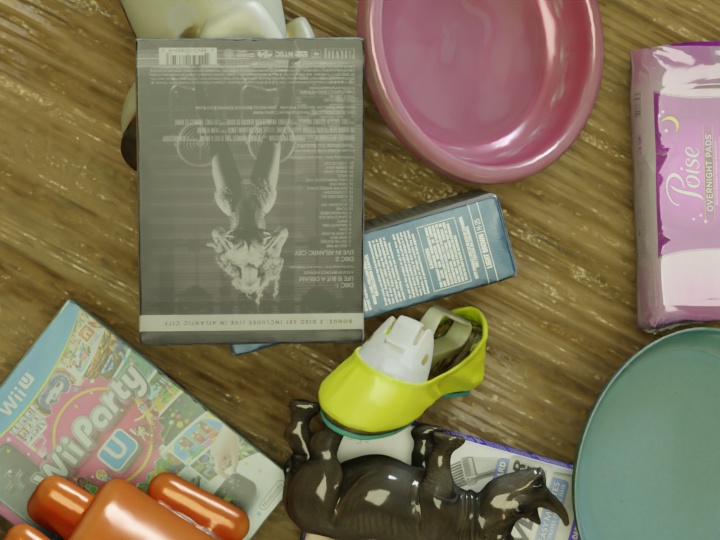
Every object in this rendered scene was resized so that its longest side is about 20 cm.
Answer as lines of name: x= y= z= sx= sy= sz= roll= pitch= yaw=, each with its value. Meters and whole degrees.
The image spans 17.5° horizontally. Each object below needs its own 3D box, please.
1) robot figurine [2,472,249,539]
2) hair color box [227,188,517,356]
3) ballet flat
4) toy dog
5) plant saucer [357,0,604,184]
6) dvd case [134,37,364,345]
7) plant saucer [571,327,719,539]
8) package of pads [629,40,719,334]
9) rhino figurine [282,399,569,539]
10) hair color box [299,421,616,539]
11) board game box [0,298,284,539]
robot figurine: x=-0.140 y=0.215 z=1.524 sx=0.200 sy=0.144 sz=0.117 roll=33 pitch=118 yaw=-4
hair color box: x=0.000 y=0.000 z=1.595 sx=0.199 sy=0.100 sz=0.061 roll=-15 pitch=95 yaw=-2
ballet flat: x=0.033 y=0.059 z=1.554 sx=0.067 sy=0.200 sz=0.067 roll=28 pitch=109 yaw=20
toy dog: x=-0.111 y=-0.154 z=1.572 sx=0.193 sy=0.140 sz=0.201 roll=2 pitch=92 yaw=4
plant saucer: x=0.075 y=-0.157 z=1.587 sx=0.200 sy=0.051 sz=0.201 roll=3 pitch=85 yaw=-34
dvd case: x=-0.071 y=-0.051 z=1.522 sx=0.148 sy=0.016 sz=0.201 roll=-1 pitch=99 yaw=-4
plant saucer: x=0.220 y=0.137 z=1.606 sx=0.200 sy=0.027 sz=0.201 roll=-5 pitch=99 yaw=-31
package of pads: x=0.248 y=-0.057 z=1.617 sx=0.120 sy=0.076 sz=0.201 roll=-2 pitch=91 yaw=-4
rhino figurine: x=0.042 y=0.148 z=1.558 sx=0.199 sy=0.060 sz=0.088 roll=12 pitch=93 yaw=-4
hair color box: x=0.066 y=0.169 z=1.620 sx=0.199 sy=0.065 sz=0.110 roll=15 pitch=91 yaw=-1
board game box: x=-0.167 y=0.137 z=1.609 sx=0.200 sy=0.064 sz=0.148 roll=38 pitch=88 yaw=-2
